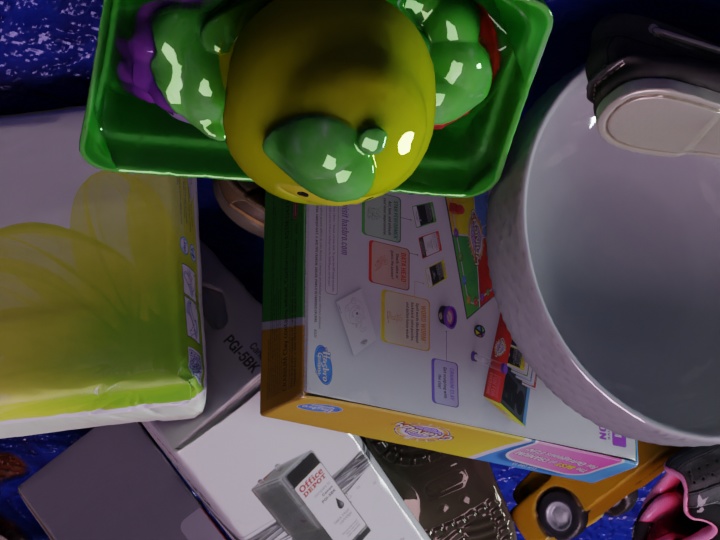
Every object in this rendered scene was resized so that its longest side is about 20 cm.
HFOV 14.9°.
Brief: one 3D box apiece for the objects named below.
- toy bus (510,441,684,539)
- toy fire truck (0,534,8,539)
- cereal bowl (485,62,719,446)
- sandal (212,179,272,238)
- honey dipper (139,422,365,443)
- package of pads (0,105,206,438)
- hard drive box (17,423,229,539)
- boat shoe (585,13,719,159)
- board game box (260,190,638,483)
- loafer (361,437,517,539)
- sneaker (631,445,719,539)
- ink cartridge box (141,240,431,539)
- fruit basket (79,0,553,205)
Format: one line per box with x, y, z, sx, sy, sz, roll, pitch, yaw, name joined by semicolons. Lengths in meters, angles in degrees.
0.157;0.073;1.515;0.200;0.078;0.065;-42;165;36;toy bus
-0.225;0.168;1.570;0.200;0.049;0.141;26;154;3;toy fire truck
0.144;-0.008;1.354;0.200;0.201;0.083;16;162;-24;cereal bowl
0.000;0.000;1.416;0.200;0.080;0.054;28;120;-26;sandal
-0.077;0.087;1.548;0.200;0.038;0.038;18;135;-29;honey dipper
-0.176;0.001;1.339;0.199;0.155;0.068;-6;160;4;package of pads
-0.093;0.187;1.527;0.077;0.156;0.200;-37;155;-5;hard drive box
0.195;-0.077;1.310;0.200;0.057;0.067;14;143;-28;boat shoe
0.046;0.014;1.366;0.200;0.153;0.040;14;155;-29;board game box
0.032;0.085;1.523;0.076;0.068;0.200;-20;120;-10;loafer
0.182;0.129;1.465;0.095;0.079;0.200;-22;158;-14;sneaker
-0.053;0.093;1.442;0.083;0.147;0.200;-38;130;-6;ink cartridge box
-0.019;-0.081;1.224;0.215;0.216;0.156;4;139;-11;fruit basket
